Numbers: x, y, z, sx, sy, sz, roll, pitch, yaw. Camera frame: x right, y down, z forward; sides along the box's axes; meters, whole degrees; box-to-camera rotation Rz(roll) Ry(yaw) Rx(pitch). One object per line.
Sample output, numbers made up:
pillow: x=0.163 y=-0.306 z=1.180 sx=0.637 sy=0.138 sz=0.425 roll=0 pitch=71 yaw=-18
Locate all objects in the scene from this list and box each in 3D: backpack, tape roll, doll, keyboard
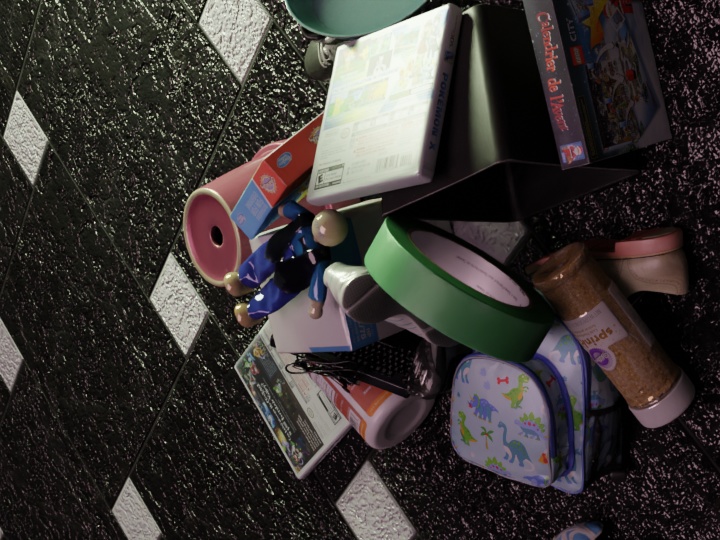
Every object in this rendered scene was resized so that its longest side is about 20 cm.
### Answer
backpack: x=0.193 y=0.129 z=1.460 sx=0.182 sy=0.146 sz=0.203 roll=15 pitch=110 yaw=42
tape roll: x=0.100 y=0.017 z=1.346 sx=0.200 sy=0.199 sz=0.049 roll=40 pitch=108 yaw=33
doll: x=-0.075 y=-0.007 z=1.487 sx=0.200 sy=0.048 sz=0.138 roll=-39 pitch=65 yaw=42
keyboard: x=-0.015 y=0.097 z=1.645 sx=0.198 sy=0.105 sz=0.040 roll=19 pitch=145 yaw=16

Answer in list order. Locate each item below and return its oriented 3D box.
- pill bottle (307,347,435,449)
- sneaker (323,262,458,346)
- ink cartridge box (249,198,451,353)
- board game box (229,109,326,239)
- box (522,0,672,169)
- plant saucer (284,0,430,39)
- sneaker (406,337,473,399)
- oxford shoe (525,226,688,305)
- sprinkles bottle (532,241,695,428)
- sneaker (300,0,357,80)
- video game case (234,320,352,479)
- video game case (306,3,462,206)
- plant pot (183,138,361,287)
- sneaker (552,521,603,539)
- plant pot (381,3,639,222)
pill bottle: x=-0.003 y=0.123 z=1.719 sx=0.200 sy=0.111 sz=0.113 roll=47 pitch=135 yaw=29
sneaker: x=0.047 y=0.027 z=1.452 sx=0.080 sy=0.199 sz=0.071 roll=37 pitch=105 yaw=53
ink cartridge box: x=0.000 y=0.000 z=1.599 sx=0.146 sy=0.199 sz=0.148 roll=-6 pitch=101 yaw=50
board game box: x=-0.053 y=-0.134 z=1.549 sx=0.040 sy=0.200 sz=0.153 roll=47 pitch=151 yaw=3
box: x=0.228 y=-0.211 z=1.298 sx=0.037 sy=0.136 sz=0.203 roll=-8 pitch=97 yaw=50
plant saucer: x=0.011 y=-0.330 z=1.507 sx=0.199 sy=0.200 sz=0.036 roll=37 pitch=167 yaw=35
sneaker: x=0.101 y=0.105 z=1.544 sx=0.078 sy=0.200 sz=0.075 roll=21 pitch=103 yaw=5
oxford shoe: x=0.255 y=0.005 z=1.401 sx=0.199 sy=0.070 sz=0.075 roll=-9 pitch=100 yaw=51
sprinkles bottle: x=0.259 y=0.066 z=1.361 sx=0.201 sy=0.068 sz=0.068 roll=51 pitch=142 yaw=-12
sneaker: x=-0.040 y=-0.286 z=1.607 sx=0.200 sy=0.115 sz=0.076 roll=-34 pitch=77 yaw=50
video game case: x=-0.095 y=0.174 z=1.919 sx=0.201 sy=0.023 sz=0.182 roll=58 pitch=139 yaw=17
video game case: x=0.022 y=-0.166 z=1.380 sx=0.199 sy=0.022 sz=0.185 roll=-8 pitch=67 yaw=54
plant pot: x=-0.125 y=-0.062 z=1.743 sx=0.199 sy=0.178 sz=0.203 roll=22 pitch=119 yaw=45
sneaker: x=0.286 y=0.380 z=1.508 sx=0.072 sy=0.072 sz=0.202 roll=-28 pitch=88 yaw=24
plant pot: x=0.142 y=-0.163 z=1.387 sx=0.199 sy=0.197 sz=0.180 roll=-20 pitch=74 yaw=51
